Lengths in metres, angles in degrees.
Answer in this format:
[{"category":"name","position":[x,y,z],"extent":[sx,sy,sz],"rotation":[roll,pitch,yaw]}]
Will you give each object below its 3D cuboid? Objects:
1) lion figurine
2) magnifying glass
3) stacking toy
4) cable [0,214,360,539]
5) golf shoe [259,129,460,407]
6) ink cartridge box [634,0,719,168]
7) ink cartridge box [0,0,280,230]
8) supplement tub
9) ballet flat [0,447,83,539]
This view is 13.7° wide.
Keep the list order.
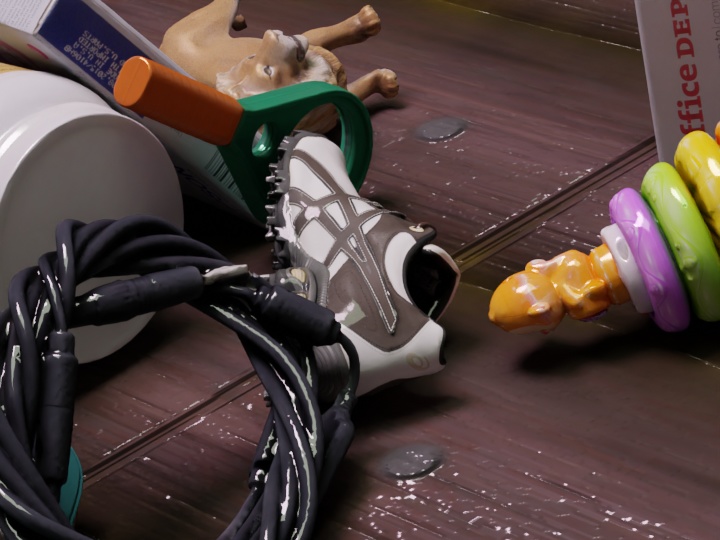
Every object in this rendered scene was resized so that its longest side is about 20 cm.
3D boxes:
[{"category":"lion figurine","position":[-0.062,-0.113,1.669],"extent":[0.122,0.073,0.200],"rotation":[-23,19,-28]},{"category":"magnifying glass","position":[-0.056,-0.068,1.477],"extent":[0.022,0.080,0.200],"rotation":[25,2,32]},{"category":"stacking toy","position":[0.151,-0.015,1.366],"extent":[0.199,0.110,0.116],"rotation":[-24,11,0]},{"category":"cable","position":[-0.087,0.061,1.255],"extent":[0.051,0.163,0.200],"rotation":[-41,14,49]},{"category":"golf shoe","position":[0.000,0.000,1.423],"extent":[0.094,0.078,0.200],"rotation":[-4,35,1]},{"category":"ink cartridge box","position":[0.237,-0.132,1.493],"extent":[0.199,0.146,0.088],"rotation":[-6,28,10]},{"category":"ink cartridge box","position":[-0.148,-0.103,1.563],"extent":[0.200,0.196,0.043],"rotation":[21,77,50]},{"category":"supplement tub","position":[-0.197,-0.034,1.480],"extent":[0.199,0.145,0.144],"rotation":[15,36,43]},{"category":"ballet flat","position":[-0.160,0.135,1.239],"extent":[0.065,0.071,0.200],"rotation":[-33,17,20]}]
